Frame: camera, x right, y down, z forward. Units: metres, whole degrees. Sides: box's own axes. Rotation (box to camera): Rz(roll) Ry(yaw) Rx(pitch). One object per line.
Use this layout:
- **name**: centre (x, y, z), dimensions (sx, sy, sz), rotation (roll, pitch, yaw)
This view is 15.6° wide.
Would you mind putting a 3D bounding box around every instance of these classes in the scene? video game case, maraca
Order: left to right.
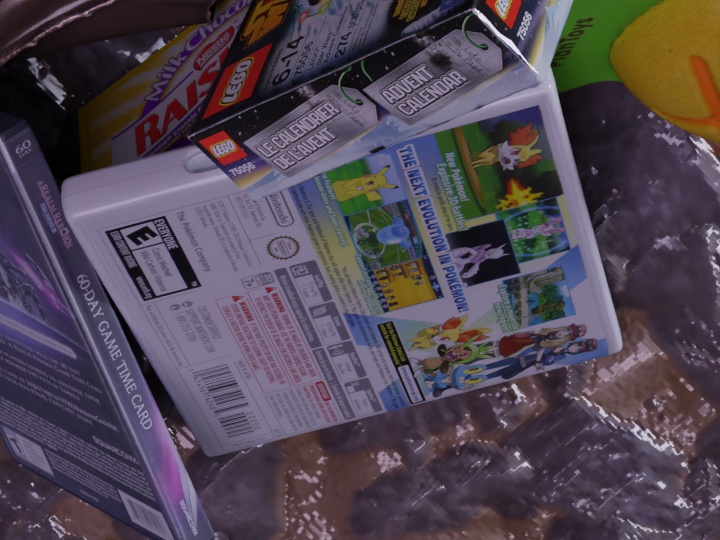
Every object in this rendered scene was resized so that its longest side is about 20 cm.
- **video game case**: centre (-0.136, 0.014, 1.052), dimensions (0.019, 0.143, 0.200), rotation (-35, 122, -25)
- **video game case**: centre (0.000, 0.000, 1.019), dimensions (0.182, 0.022, 0.200), rotation (-15, 148, 5)
- **maraca**: centre (0.140, -0.096, 0.970), dimensions (0.200, 0.137, 0.107), rotation (-8, 70, -13)

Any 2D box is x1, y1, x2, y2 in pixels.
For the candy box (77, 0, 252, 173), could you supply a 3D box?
- **candy box**: centre (-0.028, -0.082, 1.022), dimensions (0.200, 0.102, 0.026), rotation (-35, 124, 19)

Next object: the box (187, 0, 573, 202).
- **box**: centre (0.028, -0.125, 0.920), dimensions (0.137, 0.200, 0.040), rotation (-22, 125, 42)

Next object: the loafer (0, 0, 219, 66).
- **loafer**: centre (-0.085, -0.119, 1.026), dimensions (0.200, 0.073, 0.071), rotation (-32, 106, 15)
